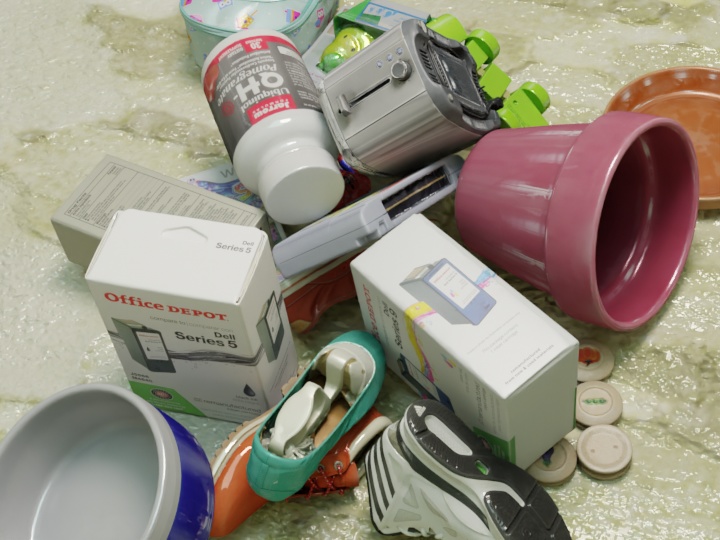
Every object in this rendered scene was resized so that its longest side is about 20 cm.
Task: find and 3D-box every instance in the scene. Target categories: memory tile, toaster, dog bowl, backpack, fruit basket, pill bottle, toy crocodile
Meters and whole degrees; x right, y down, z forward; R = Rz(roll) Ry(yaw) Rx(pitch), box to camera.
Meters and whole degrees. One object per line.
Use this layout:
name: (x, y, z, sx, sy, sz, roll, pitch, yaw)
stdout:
memory tile: (0.141, 0.129, 1.126, 0.200, 0.017, 0.153, -4, 51, 4)
toaster: (0.049, -0.162, 1.207, 0.129, 0.200, 0.114, -26, 78, 23)
dog bowl: (-0.225, 0.201, 1.033, 0.200, 0.079, 0.200, -14, 58, 23)
backpack: (-0.120, -0.323, 1.442, 0.176, 0.153, 0.200, 10, 60, 8)
fruit basket: (0.011, -0.217, 1.362, 0.185, 0.094, 0.200, 23, 51, 21)
pill bottle: (-0.086, -0.144, 1.245, 0.111, 0.111, 0.200, -19, 53, -8)
toy crocodile: (0.139, -0.192, 1.314, 0.200, 0.062, 0.068, 45, 65, -9)

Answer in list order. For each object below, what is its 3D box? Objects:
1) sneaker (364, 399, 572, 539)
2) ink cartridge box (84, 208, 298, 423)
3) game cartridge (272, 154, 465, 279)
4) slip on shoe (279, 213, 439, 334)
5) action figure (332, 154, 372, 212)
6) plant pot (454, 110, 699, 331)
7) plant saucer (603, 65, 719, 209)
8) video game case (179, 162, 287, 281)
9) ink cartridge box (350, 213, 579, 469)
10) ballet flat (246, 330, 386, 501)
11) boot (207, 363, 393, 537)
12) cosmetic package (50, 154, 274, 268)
sneaker: (0.086, 0.209, 1.041, 0.201, 0.115, 0.076, 46, 39, 1)
ink cartridge box: (-0.147, 0.047, 1.111, 0.145, 0.200, 0.084, 8, 53, 14)
game cartridge: (0.007, -0.052, 1.172, 0.133, 0.041, 0.200, -28, 3, 37)
slip on shoe: (0.000, 0.000, 1.225, 0.200, 0.074, 0.061, -30, 92, -26)
action figure: (-0.053, -0.114, 1.330, 0.200, 0.052, 0.065, 35, 58, 27)
plant pot: (0.197, -0.059, 1.170, 0.179, 0.200, 0.200, 17, 54, 38)
plant saucer: (0.356, -0.140, 1.304, 0.200, 0.032, 0.201, -3, 51, 4)
video game case: (-0.152, -0.029, 1.291, 0.143, 0.018, 0.200, -19, 51, -8)
ink cartridge box: (0.091, 0.066, 1.080, 0.087, 0.145, 0.200, -35, 56, -17)
ballet flat: (-0.030, 0.110, 1.054, 0.067, 0.070, 0.200, 27, 51, 12)
boot: (-0.060, 0.174, 1.083, 0.107, 0.075, 0.200, 34, 62, 24)
cosmetic package: (-0.198, -0.034, 1.242, 0.200, 0.073, 0.104, 21, 56, 22)
